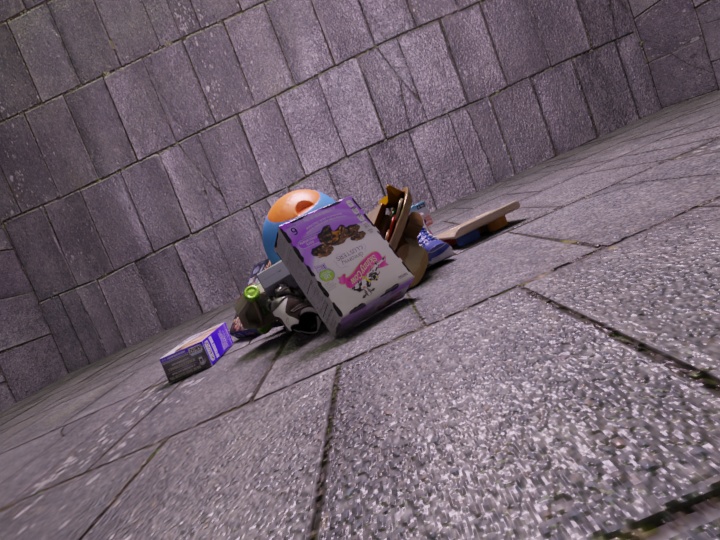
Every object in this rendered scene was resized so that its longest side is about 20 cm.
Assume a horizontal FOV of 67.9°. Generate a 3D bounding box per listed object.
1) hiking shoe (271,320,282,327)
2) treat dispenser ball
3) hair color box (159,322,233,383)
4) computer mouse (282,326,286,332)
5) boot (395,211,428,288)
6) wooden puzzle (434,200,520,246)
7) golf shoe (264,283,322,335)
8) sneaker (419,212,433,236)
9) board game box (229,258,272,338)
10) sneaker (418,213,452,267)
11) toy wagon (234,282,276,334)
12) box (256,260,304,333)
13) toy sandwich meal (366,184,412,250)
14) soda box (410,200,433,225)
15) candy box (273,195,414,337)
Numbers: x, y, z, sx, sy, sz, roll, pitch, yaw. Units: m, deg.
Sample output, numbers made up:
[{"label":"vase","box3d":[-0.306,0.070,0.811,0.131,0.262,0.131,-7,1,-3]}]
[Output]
[{"label":"hiking shoe","box3d":[-0.145,0.084,1.271,0.197,0.076,0.102,-30,-22,-21]},{"label":"treat dispenser ball","box3d":[-0.122,-0.077,1.203,0.196,0.206,0.201,-22,6,2]},{"label":"hair color box","box3d":[-0.380,0.188,1.262,0.107,0.066,0.200,-23,7,2]},{"label":"computer mouse","box3d":[-0.087,0.086,1.199,0.197,0.035,0.059,-33,-1,-16]},{"label":"boot","box3d":[0.087,-0.010,1.132,0.145,0.069,0.205,118,167,-49]},{"label":"wooden puzzle","box3d":[0.284,-0.104,1.333,0.181,0.047,0.200,-25,1,-12]},{"label":"golf shoe","box3d":[-0.097,0.088,1.035,0.078,0.095,0.198,-50,-30,21]},{"label":"sneaker","box3d":[0.117,-0.051,1.370,0.080,0.089,0.201,-30,-14,-51]},{"label":"board game box","box3d":[-0.268,0.071,1.386,0.134,0.034,0.205,-18,51,52]},{"label":"sneaker","box3d":[0.132,-0.067,1.223,0.079,0.118,0.199,-24,6,-9]},{"label":"toy wagon","box3d":[-0.168,0.056,1.136,0.196,0.040,0.157,-29,-28,-16]},{"label":"box","box3d":[-0.111,0.033,1.080,0.153,0.042,0.202,-30,-28,-11]},{"label":"toy sandwich meal","box3d":[0.044,-0.093,1.129,0.068,0.211,0.205,21,0,-6]},{"label":"soda box","box3d":[0.094,-0.115,1.449,0.195,0.070,0.064,-25,3,-3]},{"label":"candy box","box3d":[-0.030,-0.013,0.939,0.165,0.201,0.072,-26,-23,-31]}]
